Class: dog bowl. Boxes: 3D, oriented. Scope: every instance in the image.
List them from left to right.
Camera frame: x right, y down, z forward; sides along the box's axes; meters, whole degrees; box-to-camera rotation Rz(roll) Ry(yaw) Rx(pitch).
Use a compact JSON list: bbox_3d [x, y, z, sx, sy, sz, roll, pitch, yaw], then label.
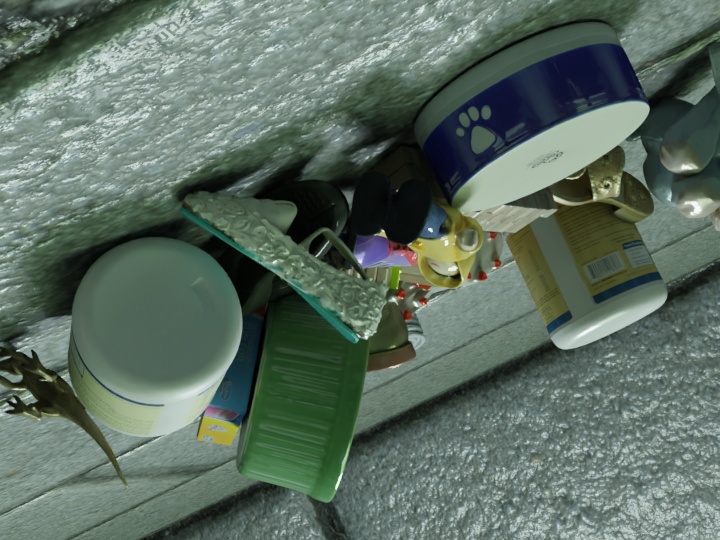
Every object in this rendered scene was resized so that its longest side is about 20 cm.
[{"bbox_3d":[0.151,-0.132,1.162,0.199,0.079,0.200,-23,168,-5],"label":"dog bowl"}]

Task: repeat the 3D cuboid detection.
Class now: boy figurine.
[{"bbox_3d":[0.051,-0.034,1.160,0.123,0.065,0.200,13,171,21],"label":"boy figurine"}]

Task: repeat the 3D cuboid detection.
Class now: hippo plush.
[{"bbox_3d":[0.349,-0.136,1.412,0.158,0.202,0.160,-17,-171,-27],"label":"hippo plush"}]

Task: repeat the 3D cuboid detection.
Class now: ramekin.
[{"bbox_3d":[-0.059,0.120,1.288,0.097,0.202,0.200,12,161,-6],"label":"ramekin"}]

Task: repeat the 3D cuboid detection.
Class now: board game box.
[{"bbox_3d":[-0.133,0.090,1.372,0.040,0.155,0.200,12,162,-6],"label":"board game box"}]

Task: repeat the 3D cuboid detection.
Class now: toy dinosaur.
[{"bbox_3d":[-0.285,0.117,1.222,0.058,0.199,0.101,-54,150,-1],"label":"toy dinosaur"}]

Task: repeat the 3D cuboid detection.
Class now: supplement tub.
[{"bbox_3d":[-0.189,0.068,1.179,0.144,0.146,0.200,-20,167,-20],"label":"supplement tub"},{"bbox_3d":[0.249,-0.026,1.506,0.144,0.201,0.145,-23,168,-5],"label":"supplement tub"}]

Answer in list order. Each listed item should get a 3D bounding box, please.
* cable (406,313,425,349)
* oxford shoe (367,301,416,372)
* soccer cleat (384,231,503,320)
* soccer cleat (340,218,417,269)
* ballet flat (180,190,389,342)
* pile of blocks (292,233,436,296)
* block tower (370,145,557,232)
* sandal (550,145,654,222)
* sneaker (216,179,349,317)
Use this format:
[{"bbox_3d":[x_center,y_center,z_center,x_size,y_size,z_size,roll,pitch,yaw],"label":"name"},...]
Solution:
[{"bbox_3d":[-0.024,0.082,1.568,0.199,0.070,0.199,-26,162,34],"label":"cable"},{"bbox_3d":[-0.036,0.074,1.428,0.198,0.075,0.071,-9,-171,23],"label":"oxford shoe"},{"bbox_3d":[0.080,-0.003,1.479,0.199,0.070,0.077,-29,-153,-34],"label":"soccer cleat"},{"bbox_3d":[0.033,-0.032,1.276,0.200,0.073,0.069,-21,129,-75],"label":"soccer cleat"},{"bbox_3d":[-0.058,-0.018,1.101,0.072,0.199,0.072,-47,-163,20],"label":"ballet flat"},{"bbox_3d":[0.000,0.000,1.383,0.198,0.082,0.063,-7,133,-16],"label":"pile of blocks"},{"bbox_3d":[0.102,-0.076,1.275,0.199,0.054,0.058,2,154,-40],"label":"block tower"},{"bbox_3d":[0.261,-0.109,1.404,0.210,0.078,0.069,15,143,-40],"label":"sandal"},{"bbox_3d":[-0.055,-0.032,1.206,0.114,0.076,0.199,-28,168,-43],"label":"sneaker"}]
